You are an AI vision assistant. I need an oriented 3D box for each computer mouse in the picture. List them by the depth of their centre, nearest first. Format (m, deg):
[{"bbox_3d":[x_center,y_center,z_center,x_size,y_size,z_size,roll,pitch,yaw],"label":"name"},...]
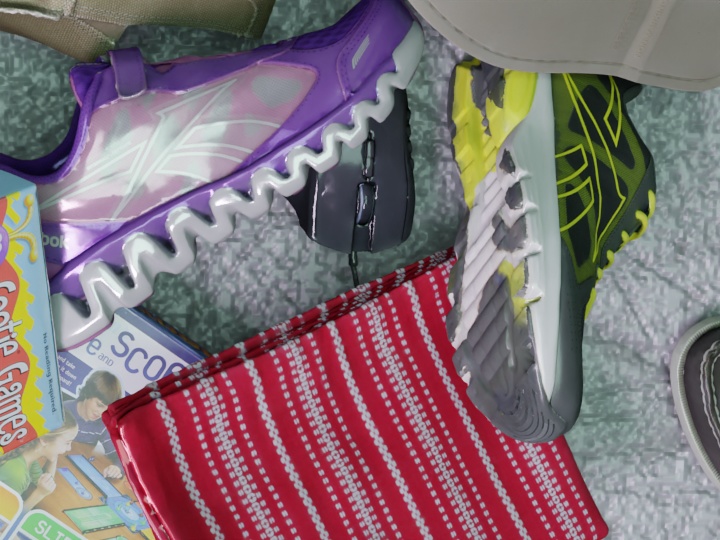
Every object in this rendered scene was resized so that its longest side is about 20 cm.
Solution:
[{"bbox_3d":[0.000,0.000,0.812,0.058,0.034,0.202,-3,87,-19],"label":"computer mouse"}]

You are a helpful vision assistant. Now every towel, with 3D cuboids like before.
[{"bbox_3d":[0.004,0.084,0.765,0.199,0.022,0.146,-25,90,-35],"label":"towel"}]

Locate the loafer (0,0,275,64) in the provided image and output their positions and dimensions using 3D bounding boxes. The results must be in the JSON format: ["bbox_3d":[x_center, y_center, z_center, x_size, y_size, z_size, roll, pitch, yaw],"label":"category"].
[{"bbox_3d":[-0.122,-0.115,0.776,0.198,0.076,0.068,-7,105,-5],"label":"loafer"}]

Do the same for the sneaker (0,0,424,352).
[{"bbox_3d":[-0.068,-0.057,0.752,0.199,0.080,0.089,-35,101,-2],"label":"sneaker"}]

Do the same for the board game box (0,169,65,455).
[{"bbox_3d":[-0.219,0.035,0.690,0.199,0.104,0.104,-26,123,-39],"label":"board game box"}]

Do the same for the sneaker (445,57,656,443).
[{"bbox_3d":[0.086,-0.022,0.786,0.084,0.075,0.202,13,58,-19],"label":"sneaker"}]

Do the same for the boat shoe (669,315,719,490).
[{"bbox_3d":[0.214,0.105,0.861,0.072,0.061,0.202,-39,100,-3],"label":"boat shoe"}]

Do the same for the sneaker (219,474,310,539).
[{"bbox_3d":[-0.007,0.136,0.799,0.087,0.075,0.201,-38,104,-21],"label":"sneaker"}]

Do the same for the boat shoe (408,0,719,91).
[{"bbox_3d":[0.079,-0.123,0.782,0.199,0.063,0.073,11,118,-36],"label":"boat shoe"}]

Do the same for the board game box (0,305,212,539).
[{"bbox_3d":[-0.092,0.099,0.824,0.199,0.034,0.136,36,89,-11],"label":"board game box"}]
